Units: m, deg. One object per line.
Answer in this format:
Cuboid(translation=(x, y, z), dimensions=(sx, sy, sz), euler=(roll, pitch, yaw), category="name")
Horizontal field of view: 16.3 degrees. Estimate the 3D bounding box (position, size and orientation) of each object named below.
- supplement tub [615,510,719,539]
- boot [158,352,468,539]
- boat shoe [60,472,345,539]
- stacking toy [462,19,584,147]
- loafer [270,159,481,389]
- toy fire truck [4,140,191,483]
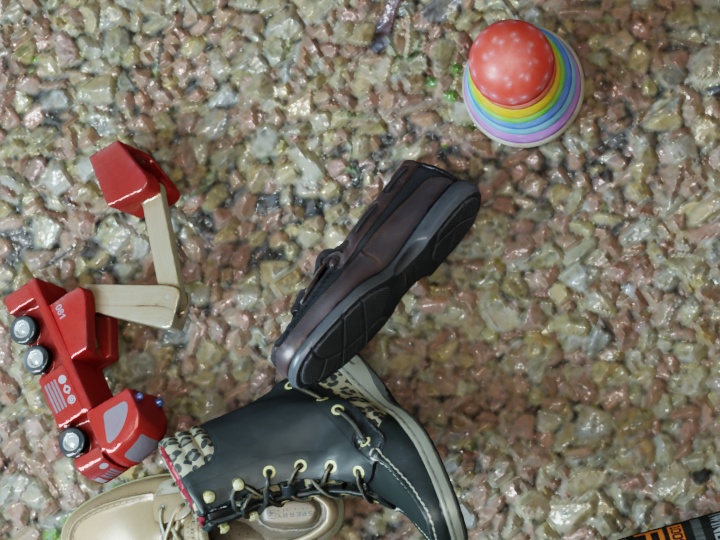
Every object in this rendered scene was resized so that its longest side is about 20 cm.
Cuboid(translation=(0.211, 0.231, 1.666), dimensions=(0.200, 0.123, 0.123), euler=(-16, 88, 3), category="supplement tub")
Cuboid(translation=(-0.032, 0.141, 1.653), dimensions=(0.154, 0.204, 0.074), euler=(-26, 131, -13), category="boot")
Cuboid(translation=(-0.112, 0.172, 1.724), dimensions=(0.200, 0.065, 0.071), euler=(-11, 89, 5), category="boat shoe")
Cuboid(translation=(0.105, -0.128, 1.640), dimensions=(0.085, 0.200, 0.085), euler=(0, 90, 5), category="stacking toy")
Cuboid(translation=(0.000, 0.000, 1.692), dimensions=(0.063, 0.072, 0.200), euler=(34, 60, 21), category="loafer")
Cuboid(translation=(-0.167, 0.029, 1.718), dimensions=(0.141, 0.049, 0.200), euler=(-32, 68, 15), category="toy fire truck")
